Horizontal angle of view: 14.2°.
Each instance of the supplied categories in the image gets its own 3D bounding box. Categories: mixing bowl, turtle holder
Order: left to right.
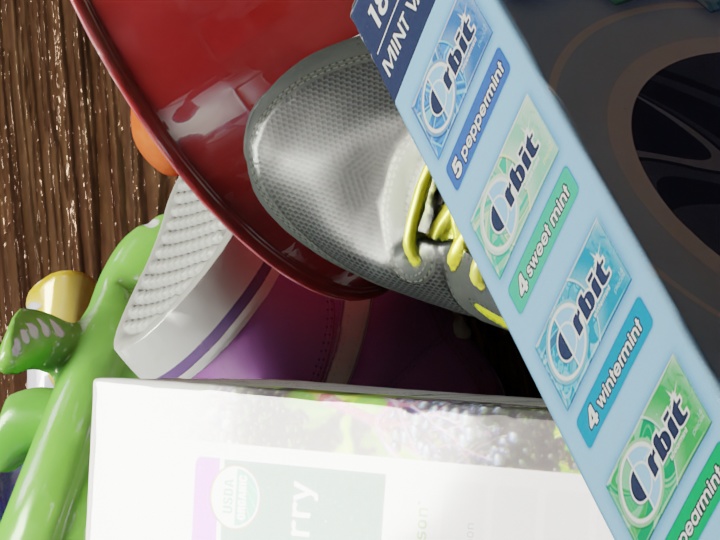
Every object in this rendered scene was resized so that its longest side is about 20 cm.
[{"bbox_3d":[-0.059,0.077,0.921,0.141,0.131,0.186,111,178,-46],"label":"turtle holder"},{"bbox_3d":[0.006,-0.103,0.780,0.108,0.200,0.201,-24,60,22],"label":"mixing bowl"}]

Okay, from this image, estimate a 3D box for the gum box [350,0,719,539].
[{"bbox_3d":[0.108,0.003,0.539,0.045,0.169,0.200,-67,32,34],"label":"gum box"}]

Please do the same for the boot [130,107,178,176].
[{"bbox_3d":[-0.076,-0.125,0.952,0.075,0.107,0.201,-49,-39,-74],"label":"boot"}]

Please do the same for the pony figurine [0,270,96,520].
[{"bbox_3d":[-0.127,0.130,1.054,0.193,0.166,0.201,-38,47,38],"label":"pony figurine"}]

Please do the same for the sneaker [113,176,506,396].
[{"bbox_3d":[0.000,0.001,0.878,0.073,0.114,0.201,-39,18,36],"label":"sneaker"}]

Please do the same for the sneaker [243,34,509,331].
[{"bbox_3d":[0.055,-0.014,0.650,0.199,0.085,0.075,14,102,26],"label":"sneaker"}]

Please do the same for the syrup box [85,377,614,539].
[{"bbox_3d":[0.031,0.070,0.699,0.199,0.081,0.079,3,90,34],"label":"syrup box"}]
